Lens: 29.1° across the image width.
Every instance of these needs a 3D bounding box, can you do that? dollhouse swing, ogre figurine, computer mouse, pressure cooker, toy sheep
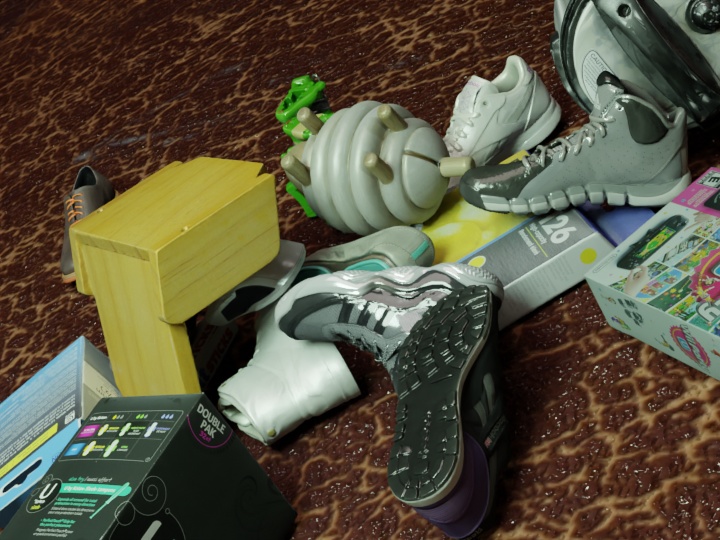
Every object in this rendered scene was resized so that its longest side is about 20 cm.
[{"bbox_3d":[-0.151,0.019,1.263,0.182,0.176,0.200,-36,23,-24],"label":"dollhouse swing"},{"bbox_3d":[-0.041,-0.121,1.466,0.098,0.120,0.200,-31,30,-7],"label":"ogre figurine"},{"bbox_3d":[-0.123,0.012,1.305,0.200,0.044,0.110,-28,28,47],"label":"computer mouse"},{"bbox_3d":[0.260,-0.217,1.242,0.175,0.179,0.200,6,25,2],"label":"pressure cooker"},{"bbox_3d":[0.014,-0.095,1.281,0.200,0.138,0.138,7,46,35],"label":"toy sheep"}]

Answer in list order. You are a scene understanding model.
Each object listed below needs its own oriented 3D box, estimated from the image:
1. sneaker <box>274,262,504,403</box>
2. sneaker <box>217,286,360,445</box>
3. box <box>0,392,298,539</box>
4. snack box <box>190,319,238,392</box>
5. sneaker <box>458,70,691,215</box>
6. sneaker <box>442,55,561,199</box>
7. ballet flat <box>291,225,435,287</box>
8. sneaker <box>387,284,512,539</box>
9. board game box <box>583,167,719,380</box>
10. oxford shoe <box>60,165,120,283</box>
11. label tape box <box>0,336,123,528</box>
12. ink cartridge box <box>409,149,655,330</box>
[{"bbox_3d":[0.018,0.061,1.127,0.200,0.075,0.114,-7,63,21],"label":"sneaker"},{"bbox_3d":[-0.087,0.080,1.250,0.115,0.074,0.200,-32,30,-6],"label":"sneaker"},{"bbox_3d":[-0.169,0.213,1.046,0.124,0.149,0.200,-7,37,39],"label":"box"},{"bbox_3d":[-0.186,0.122,1.328,0.072,0.024,0.200,-12,35,33],"label":"snack box"},{"bbox_3d":[0.182,-0.114,1.179,0.200,0.116,0.075,-3,27,-1],"label":"sneaker"},{"bbox_3d":[0.104,-0.131,1.363,0.200,0.100,0.075,-43,31,-16],"label":"sneaker"},{"bbox_3d":[0.000,0.000,1.278,0.064,0.067,0.200,-45,18,-30],"label":"ballet flat"},{"bbox_3d":[0.075,0.106,1.032,0.076,0.088,0.200,-16,43,35],"label":"sneaker"},{"bbox_3d":[0.285,0.007,1.016,0.147,0.064,0.200,-39,31,-13],"label":"board game box"},{"bbox_3d":[-0.345,-0.057,1.705,0.071,0.073,0.200,-24,30,13],"label":"oxford shoe"},{"bbox_3d":[-0.291,0.167,1.291,0.143,0.066,0.200,-39,27,9],"label":"label tape box"},{"bbox_3d":[0.145,-0.039,1.240,0.200,0.047,0.198,-33,28,4],"label":"ink cartridge box"}]
